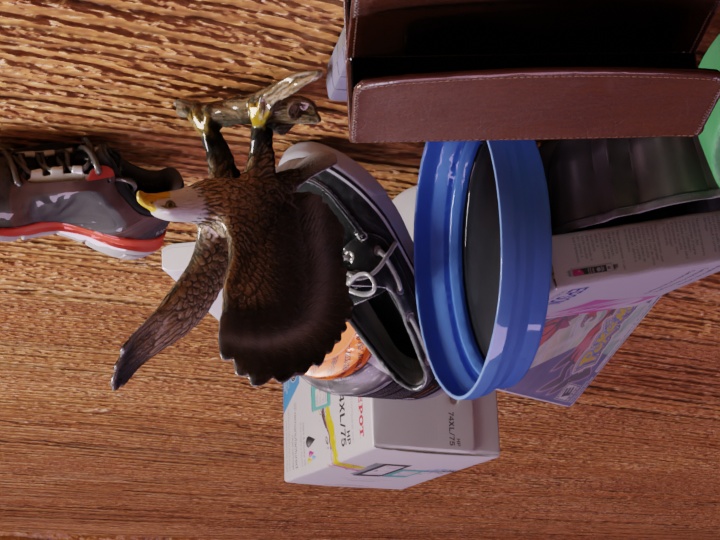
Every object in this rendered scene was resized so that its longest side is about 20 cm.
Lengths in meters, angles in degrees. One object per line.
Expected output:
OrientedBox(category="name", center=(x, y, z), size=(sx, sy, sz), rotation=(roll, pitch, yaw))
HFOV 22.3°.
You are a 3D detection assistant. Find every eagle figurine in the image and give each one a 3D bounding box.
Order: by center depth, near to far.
OrientedBox(category="eagle figurine", center=(-0.084, -0.018, 1.182), size=(0.150, 0.201, 0.152), rotation=(1, 171, -9))

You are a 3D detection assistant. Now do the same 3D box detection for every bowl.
OrientedBox(category="bowl", center=(0.081, -0.014, 1.226), size=(0.039, 0.202, 0.201), rotation=(0, 164, -14))

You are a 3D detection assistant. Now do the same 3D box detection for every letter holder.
OrientedBox(category="letter holder", center=(0.093, -0.141, 0.969), size=(0.199, 0.101, 0.142), rotation=(-1, 163, -3))

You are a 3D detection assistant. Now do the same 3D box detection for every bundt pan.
OrientedBox(category="bundt pan", center=(0.199, -0.066, 1.251), size=(0.201, 0.076, 0.202), rotation=(-12, 172, -2))

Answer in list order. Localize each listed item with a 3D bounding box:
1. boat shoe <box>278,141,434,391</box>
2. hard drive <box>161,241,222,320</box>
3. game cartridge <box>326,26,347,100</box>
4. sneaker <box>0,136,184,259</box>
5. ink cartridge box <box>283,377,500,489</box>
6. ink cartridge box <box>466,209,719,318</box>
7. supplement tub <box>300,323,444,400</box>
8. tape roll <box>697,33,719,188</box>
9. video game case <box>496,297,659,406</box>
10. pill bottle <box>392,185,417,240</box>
OrientedBox(category="boat shoe", center=(-0.002, 0.001, 1.323), size=(0.073, 0.068, 0.200), rotation=(-14, 117, 35))
OrientedBox(category="hard drive", center=(-0.085, 0.010, 1.617), size=(0.131, 0.026, 0.200), rotation=(-5, 164, 10))
OrientedBox(category="game cartridge", center=(0.087, -0.134, 1.118), size=(0.199, 0.039, 0.130), rotation=(1, 168, -10))
OrientedBox(category="sneaker", center=(-0.213, -0.068, 1.282), size=(0.199, 0.077, 0.082), rotation=(9, 134, -37))
OrientedBox(category="ink cartridge box", center=(0.028, 0.130, 1.839), size=(0.145, 0.147, 0.200), rotation=(7, 161, -27))
OrientedBox(category="ink cartridge box", center=(0.189, -0.001, 1.281), size=(0.199, 0.044, 0.196), rotation=(-8, 171, -15))
OrientedBox(category="supplement tub", center=(0.011, 0.047, 1.545), size=(0.122, 0.123, 0.200), rotation=(-9, 171, 24))
OrientedBox(category="tape roll", center=(0.299, -0.108, 1.087), size=(0.199, 0.048, 0.201), rotation=(-10, 146, -7))
OrientedBox(category="video game case", center=(0.186, 0.021, 1.456), size=(0.200, 0.023, 0.182), rotation=(-52, 149, 13))
OrientedBox(category="pill bottle", center=(0.097, 0.006, 1.468), size=(0.113, 0.114, 0.200), rotation=(-10, 163, 26))
